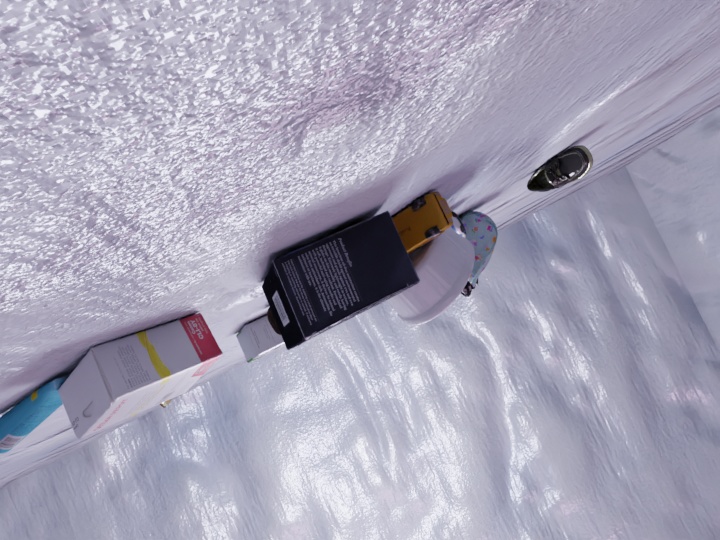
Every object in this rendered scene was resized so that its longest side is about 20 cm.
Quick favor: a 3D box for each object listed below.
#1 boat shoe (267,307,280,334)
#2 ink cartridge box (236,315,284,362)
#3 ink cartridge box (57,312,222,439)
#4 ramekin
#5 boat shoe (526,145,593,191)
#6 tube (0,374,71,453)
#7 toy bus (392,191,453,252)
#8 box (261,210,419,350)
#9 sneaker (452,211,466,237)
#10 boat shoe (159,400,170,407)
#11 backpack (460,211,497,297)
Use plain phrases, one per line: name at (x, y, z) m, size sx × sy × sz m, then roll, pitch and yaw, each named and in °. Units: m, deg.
boat shoe at (-0.146, 0.085, 1.237) m, size 0.074 × 0.076 × 0.202 m, roll -29°, pitch 176°, yaw -30°
ink cartridge box at (-0.210, 0.154, 1.470) m, size 0.196 × 0.086 × 0.146 m, roll -24°, pitch 174°, yaw -28°
ink cartridge box at (-0.335, 0.157, 0.865) m, size 0.144 × 0.085 × 0.198 m, roll -40°, pitch 168°, yaw 33°
ramekin at (0.114, -0.009, 1.076) m, size 0.199 × 0.097 × 0.203 m, roll -40°, pitch -154°, yaw 24°
boat shoe at (0.456, -0.223, 1.301) m, size 0.065 × 0.073 × 0.201 m, roll -29°, pitch 180°, yaw -16°
tube at (-0.503, 0.214, 0.874) m, size 0.197 × 0.051 × 0.077 m, roll -36°, pitch 174°, yaw 16°
toy bus at (0.080, -0.064, 0.988) m, size 0.198 × 0.067 × 0.077 m, roll -32°, pitch 172°, yaw 39°
box at (-0.041, 0.020, 0.885) m, size 0.194 × 0.127 × 0.200 m, roll -23°, pitch 175°, yaw -19°
sneaker at (0.183, -0.075, 1.317) m, size 0.076 × 0.077 × 0.200 m, roll -29°, pitch 174°, yaw -19°
boat shoe at (-0.601, 0.372, 1.754) m, size 0.076 × 0.072 × 0.200 m, roll -39°, pitch -175°, yaw -14°
backpack at (0.282, -0.054, 1.486) m, size 0.203 × 0.165 × 0.127 m, roll -55°, pitch 178°, yaw 0°
